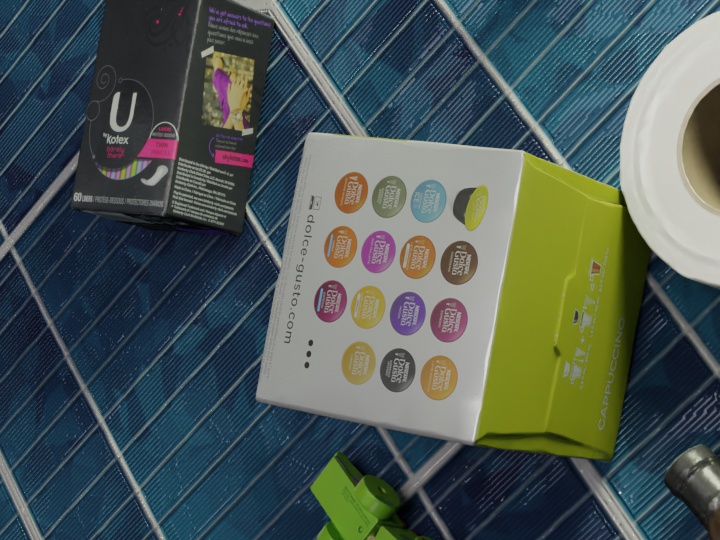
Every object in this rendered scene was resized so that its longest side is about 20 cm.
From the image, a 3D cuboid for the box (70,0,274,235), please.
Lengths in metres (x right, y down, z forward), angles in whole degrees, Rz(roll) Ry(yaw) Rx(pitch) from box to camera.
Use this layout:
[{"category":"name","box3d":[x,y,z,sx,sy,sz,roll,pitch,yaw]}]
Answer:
[{"category":"box","box3d":[-0.165,-0.140,1.583,0.121,0.106,0.202,5,83,37]}]

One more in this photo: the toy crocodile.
[{"category":"toy crocodile","box3d":[0.026,0.220,1.400,0.200,0.062,0.068,46,109,39]}]

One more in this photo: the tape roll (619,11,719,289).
[{"category":"tape roll","box3d":[0.284,-0.082,1.249,0.201,0.071,0.204,-9,75,36]}]

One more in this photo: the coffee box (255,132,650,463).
[{"category":"coffee box","box3d":[0.075,0.021,1.306,0.197,0.199,0.202,8,86,37]}]

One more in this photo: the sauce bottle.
[{"category":"sauce bottle","box3d":[0.281,0.200,1.200,0.065,0.064,0.200,-50,54,18]}]
